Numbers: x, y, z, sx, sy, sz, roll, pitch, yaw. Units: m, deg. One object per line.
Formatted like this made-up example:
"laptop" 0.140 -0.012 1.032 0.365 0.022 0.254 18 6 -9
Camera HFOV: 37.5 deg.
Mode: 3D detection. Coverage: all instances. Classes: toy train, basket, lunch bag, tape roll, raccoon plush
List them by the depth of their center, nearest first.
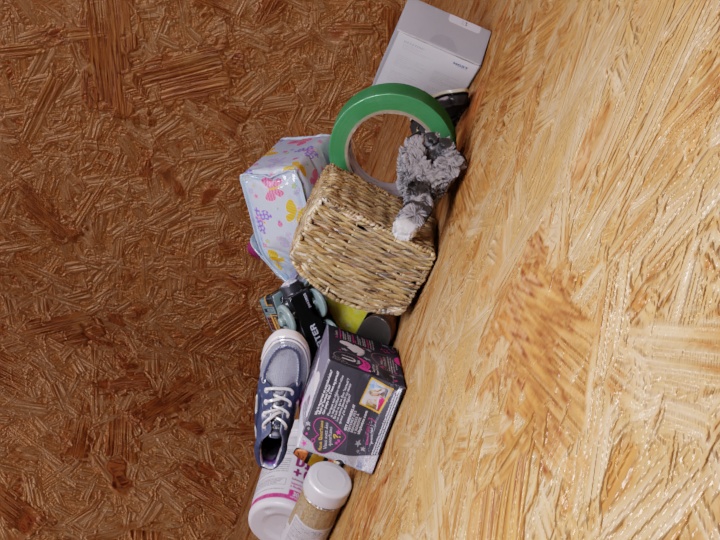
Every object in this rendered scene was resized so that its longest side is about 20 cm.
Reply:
"raccoon plush" 0.074 -0.111 1.542 0.201 0.096 0.134 -53 -8 -25
"basket" 0.002 -0.037 1.564 0.144 0.198 0.149 -61 10 23
"toy train" -0.082 0.107 1.611 0.085 0.203 0.113 -28 12 -26
"tape roll" 0.050 -0.188 1.643 0.048 0.198 0.202 -77 9 -59
"lunch bag" -0.099 -0.092 1.683 0.170 0.125 0.203 -55 -44 -56

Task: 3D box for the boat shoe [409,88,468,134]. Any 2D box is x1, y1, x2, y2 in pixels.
"boat shoe" 0.136 -0.257 1.789 0.201 0.072 0.064 148 116 -71

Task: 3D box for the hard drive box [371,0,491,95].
"hard drive box" 0.118 -0.359 1.842 0.200 0.154 0.078 123 168 -65

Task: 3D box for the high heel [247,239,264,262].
"high heel" -0.150 -0.007 1.853 0.199 0.067 0.097 1 67 54

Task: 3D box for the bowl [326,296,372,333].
"bowl" 0.000 0.000 1.703 0.202 0.107 0.200 -57 -5 -8

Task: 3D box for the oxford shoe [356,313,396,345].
"oxford shoe" 0.003 0.143 1.665 0.201 0.071 0.071 -55 -8 27

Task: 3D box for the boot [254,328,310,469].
"boot" -0.111 0.183 1.480 0.091 0.071 0.202 -90 8 -52

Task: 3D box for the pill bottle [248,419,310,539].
"pill bottle" -0.116 0.358 1.801 0.201 0.112 0.114 -77 9 -52

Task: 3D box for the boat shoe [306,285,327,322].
"boat shoe" -0.088 0.120 1.729 0.075 0.073 0.205 -113 32 -63

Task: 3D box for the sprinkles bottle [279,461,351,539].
"sprinkles bottle" -0.074 0.372 1.556 0.069 0.067 0.202 -77 9 -57

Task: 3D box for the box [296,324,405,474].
"box" -0.018 0.172 1.459 0.200 0.113 0.134 -96 26 -79

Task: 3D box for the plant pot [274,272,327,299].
"plant pot" -0.017 -0.030 1.890 0.198 0.194 0.200 -69 19 8

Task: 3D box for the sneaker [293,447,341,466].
"sneaker" -0.051 0.230 1.726 0.070 0.089 0.202 117 171 -51

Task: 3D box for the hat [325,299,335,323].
"hat" -0.020 0.091 1.858 0.176 0.166 0.201 -38 13 39
